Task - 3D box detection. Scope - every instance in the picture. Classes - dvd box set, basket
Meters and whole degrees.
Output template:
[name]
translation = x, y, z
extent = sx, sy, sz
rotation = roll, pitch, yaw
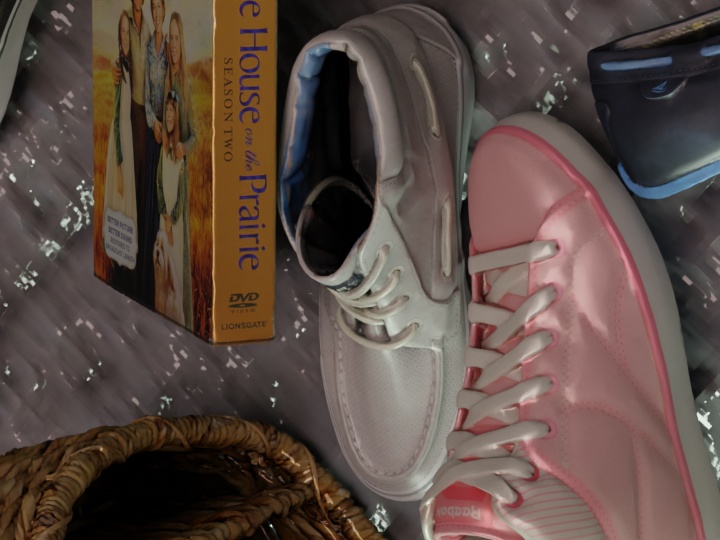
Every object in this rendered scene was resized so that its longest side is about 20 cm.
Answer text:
[dvd box set]
translation = -0.071, -0.083, 1.011
extent = 0.146, 0.029, 0.201
rotation = -154, 63, -63
[basket]
translation = -0.065, 0.127, 1.001
extent = 0.149, 0.200, 0.143
rotation = -9, 94, 30

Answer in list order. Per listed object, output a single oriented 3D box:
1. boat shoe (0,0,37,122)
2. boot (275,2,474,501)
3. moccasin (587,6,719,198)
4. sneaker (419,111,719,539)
[boat shoe]
translation = -0.171, -0.113, 1.067
extent = 0.069, 0.057, 0.200
rotation = 50, 130, 21
[boot]
translation = 0.000, 0.000, 1.002
extent = 0.073, 0.096, 0.201
rotation = 3, 101, 26
[moccasin]
translation = 0.163, -0.091, 0.911
extent = 0.200, 0.080, 0.068
rotation = -28, 95, 27
[sneaker]
translation = 0.065, 0.046, 0.967
extent = 0.075, 0.104, 0.201
rotation = -13, 96, 57
